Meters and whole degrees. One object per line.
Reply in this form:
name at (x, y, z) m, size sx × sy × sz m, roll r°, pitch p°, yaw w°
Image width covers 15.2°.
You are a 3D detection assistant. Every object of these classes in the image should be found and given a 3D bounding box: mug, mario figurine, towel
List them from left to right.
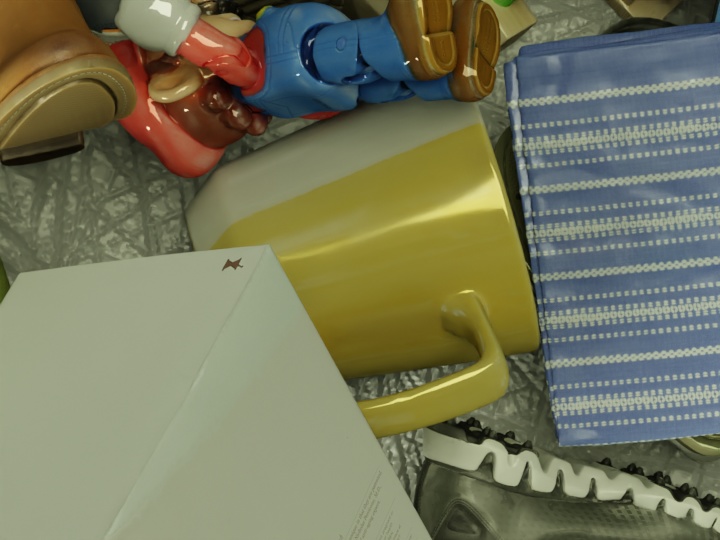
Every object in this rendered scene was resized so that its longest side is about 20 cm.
mario figurine at (-0.039, -0.115, 1.286) m, size 0.199 × 0.124 × 0.106 m, roll -7°, pitch 40°, yaw 27°
mug at (-0.003, -0.009, 1.323) m, size 0.152 × 0.187 × 0.151 m, roll -16°, pitch 99°, yaw -2°
towel at (0.152, -0.019, 1.326) m, size 0.144 × 0.024 × 0.202 m, roll -7°, pitch 93°, yaw 12°

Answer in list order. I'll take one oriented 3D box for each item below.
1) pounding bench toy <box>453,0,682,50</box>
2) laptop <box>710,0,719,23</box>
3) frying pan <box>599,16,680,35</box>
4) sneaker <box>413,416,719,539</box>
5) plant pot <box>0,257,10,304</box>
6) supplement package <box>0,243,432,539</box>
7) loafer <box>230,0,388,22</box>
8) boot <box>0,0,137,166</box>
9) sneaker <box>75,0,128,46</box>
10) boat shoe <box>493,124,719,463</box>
pounding bench toy at (0.137, -0.201, 1.384) m, size 0.200 × 0.156 × 0.124 m, roll -43°, pitch 88°, yaw -13°
laptop at (0.274, -0.117, 1.379) m, size 0.186 × 0.116 × 0.201 m, roll -24°, pitch 83°, yaw -33°
frying pan at (0.184, -0.092, 1.413) m, size 0.190 × 0.031 × 0.115 m, roll -31°, pitch 81°, yaw -43°
sneaker at (0.113, 0.139, 1.365) m, size 0.199 × 0.066 × 0.091 m, roll 17°, pitch 92°, yaw -12°
plant pot at (-0.241, 0.013, 1.287) m, size 0.199 × 0.200 × 0.191 m, roll -29°, pitch 96°, yaw -12°
supplement package at (-0.091, 0.130, 1.204) m, size 0.201 × 0.146 × 0.192 m, roll 62°, pitch 38°, yaw -31°
loafer at (-0.020, -0.154, 1.362) m, size 0.075 × 0.200 × 0.069 m, roll -16°, pitch 57°, yaw 30°
boot at (-0.158, -0.137, 1.268) m, size 0.076 × 0.200 × 0.157 m, roll -13°, pitch 89°, yaw -6°
sneaker at (-0.079, -0.181, 1.395) m, size 0.078 × 0.080 × 0.200 m, roll 27°, pitch 51°, yaw 31°
boat shoe at (0.128, 0.015, 1.386) m, size 0.074 × 0.068 × 0.201 m, roll -31°, pitch 80°, yaw -13°
